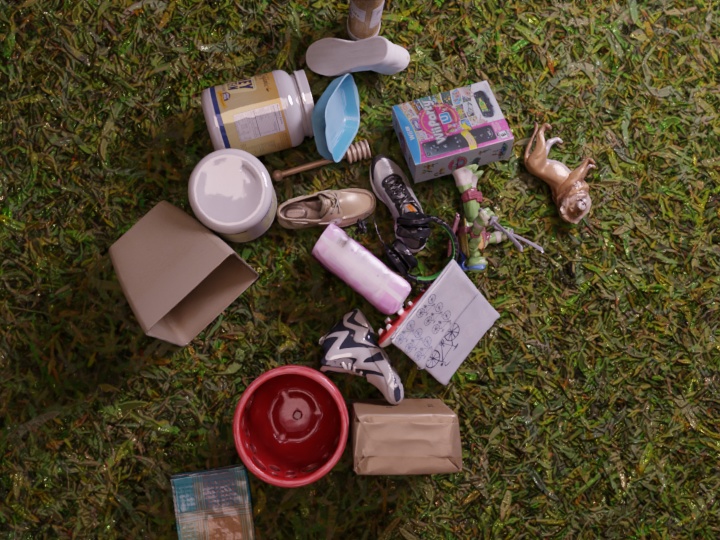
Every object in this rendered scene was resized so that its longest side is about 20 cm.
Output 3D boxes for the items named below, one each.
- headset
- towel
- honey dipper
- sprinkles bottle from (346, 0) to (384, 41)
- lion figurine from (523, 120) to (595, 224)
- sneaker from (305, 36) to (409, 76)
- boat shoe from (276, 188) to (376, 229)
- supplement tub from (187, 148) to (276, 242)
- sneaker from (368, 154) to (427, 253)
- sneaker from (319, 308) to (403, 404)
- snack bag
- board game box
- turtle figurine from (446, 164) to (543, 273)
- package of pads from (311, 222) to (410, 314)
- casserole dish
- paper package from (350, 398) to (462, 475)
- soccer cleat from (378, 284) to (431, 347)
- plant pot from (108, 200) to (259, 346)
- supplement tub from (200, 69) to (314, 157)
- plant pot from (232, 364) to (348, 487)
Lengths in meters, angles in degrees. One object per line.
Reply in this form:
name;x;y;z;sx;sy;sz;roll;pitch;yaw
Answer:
headset;0.084;-0.050;1.244;0.198;0.094;0.125;22;100;-5
towel;-0.273;0.475;1.292;0.144;0.022;0.203;-8;87;-3
honey dipper;-0.078;-0.210;1.347;0.197;0.038;0.038;-18;87;-2
sprinkles bottle;0.011;-0.496;1.289;0.067;0.200;0.069;0;85;-4
lion figurine;0.386;-0.194;1.364;0.200;0.072;0.123;42;98;14
sneaker;-0.002;-0.412;1.348;0.198;0.115;0.075;9;98;33
boat shoe;-0.064;-0.120;1.324;0.197;0.065;0.073;-8;86;-6
supplement tub;-0.226;-0.129;1.248;0.143;0.200;0.147;0;86;-4
sneaker;0.081;-0.135;1.325;0.073;0.079;0.202;-25;88;-12
sneaker;-0.011;0.184;1.286;0.129;0.079;0.201;-32;70;4
snack bag;0.164;0.108;1.285;0.189;0.021;0.200;-51;128;-7
board game box;0.175;-0.269;1.329;0.197;0.064;0.149;-16;64;-5
turtle figurine;0.252;-0.104;1.308;0.143;0.199;0.197;-7;81;-38
package of pads;0.000;0.000;1.293;0.199;0.121;0.076;38;85;-1
casserole dish;-0.047;-0.288;1.290;0.038;0.201;0.122;3;130;18
paper package;0.075;0.295;1.236;0.188;0.200;0.105;1;86;-3
soccer cleat;0.113;0.092;1.294;0.200;0.069;0.085;-40;91;-34
plant pot;-0.332;-0.005;1.244;0.200;0.200;0.177;-43;78;-5
supplement tub;-0.186;-0.291;1.290;0.197;0.144;0.146;-16;87;-5
plant pot;-0.122;0.267;1.235;0.197;0.182;0.204;0;87;-4
